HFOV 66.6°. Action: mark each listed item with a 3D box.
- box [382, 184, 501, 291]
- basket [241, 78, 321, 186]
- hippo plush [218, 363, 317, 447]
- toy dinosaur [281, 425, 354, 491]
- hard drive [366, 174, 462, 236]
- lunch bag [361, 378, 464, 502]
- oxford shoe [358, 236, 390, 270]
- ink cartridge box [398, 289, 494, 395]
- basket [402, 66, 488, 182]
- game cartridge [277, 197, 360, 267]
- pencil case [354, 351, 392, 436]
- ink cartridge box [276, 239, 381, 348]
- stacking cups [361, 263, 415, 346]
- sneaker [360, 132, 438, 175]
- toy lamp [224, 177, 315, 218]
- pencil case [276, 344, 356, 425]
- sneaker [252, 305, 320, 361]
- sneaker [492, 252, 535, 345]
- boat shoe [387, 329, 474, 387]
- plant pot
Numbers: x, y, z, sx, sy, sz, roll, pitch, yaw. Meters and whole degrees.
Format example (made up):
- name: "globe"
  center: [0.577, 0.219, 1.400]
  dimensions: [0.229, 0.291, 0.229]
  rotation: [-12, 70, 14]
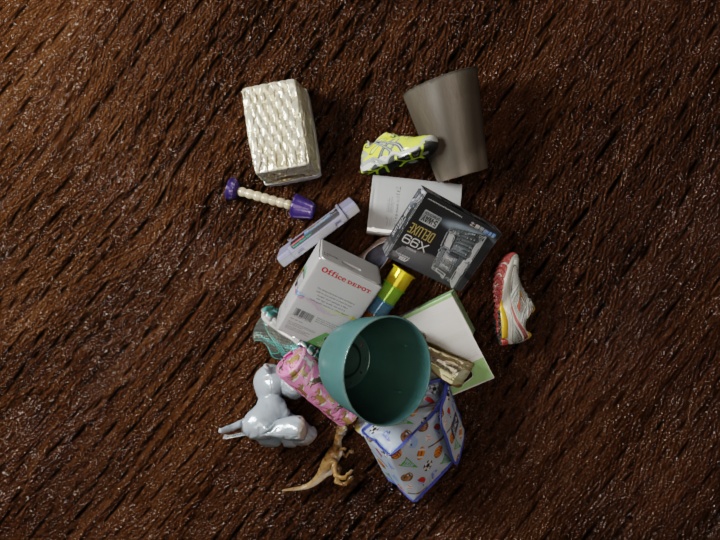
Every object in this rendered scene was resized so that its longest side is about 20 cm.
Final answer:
- name: "box"
  center: [0.169, -0.064, 1.147]
  dimensions: [0.199, 0.050, 0.158]
  rotation: [25, 111, -21]
- name: "basket"
  center: [-0.169, -0.296, 1.183]
  dimensions: [0.134, 0.123, 0.202]
  rotation: [-10, 91, 4]
- name: "hippo plush"
  center: [-0.189, 0.292, 1.198]
  dimensions: [0.198, 0.160, 0.162]
  rotation: [5, 64, -4]
- name: "toy dinosaur"
  center: [-0.071, 0.440, 1.224]
  dimensions: [0.106, 0.060, 0.201]
  rotation: [32, 86, 26]
- name: "hard drive"
  center: [0.119, -0.135, 1.209]
  dimensions: [0.198, 0.027, 0.133]
  rotation: [7, 81, 3]
- name: "lunch bag"
  center: [0.129, 0.343, 1.136]
  dimensions: [0.200, 0.124, 0.171]
  rotation: [-37, 125, -22]
- name: "oxford shoe"
  center: [0.000, 0.000, 1.201]
  dimensions: [0.071, 0.073, 0.200]
  rotation: [43, 92, 2]
- name: "ink cartridge box"
  center: [0.183, 0.162, 1.187]
  dimensions: [0.145, 0.048, 0.201]
  rotation: [-28, 90, 21]
- name: "basket"
  center: [0.192, -0.298, 1.158]
  dimensions: [0.136, 0.180, 0.201]
  rotation: [-22, 98, -39]
- name: "game cartridge"
  center: [-0.092, -0.087, 1.177]
  dimensions: [0.199, 0.130, 0.038]
  rotation: [-36, 98, 2]
- name: "pencil case"
  center: [0.049, 0.265, 1.192]
  dimensions: [0.083, 0.090, 0.201]
  rotation: [16, 89, 39]
- name: "ink cartridge box"
  center: [-0.067, 0.056, 1.144]
  dimensions: [0.144, 0.084, 0.201]
  rotation: [25, 117, -17]
- name: "stacking cups"
  center: [0.046, 0.086, 1.210]
  dimensions: [0.060, 0.061, 0.201]
  rotation: [30, 95, 2]
- name: "sneaker"
  center: [0.073, -0.259, 1.156]
  dimensions: [0.199, 0.075, 0.077]
  rotation: [-9, 85, 40]
- name: "toy lamp"
  center: [-0.198, -0.158, 1.219]
  dimensions: [0.199, 0.058, 0.059]
  rotation: [17, 91, 2]
- name: "pencil case"
  center: [-0.082, 0.243, 1.147]
  dimensions: [0.200, 0.083, 0.087]
  rotation: [45, 49, -21]
- name: "sneaker"
  center: [-0.156, 0.170, 1.219]
  dimensions: [0.200, 0.078, 0.091]
  rotation: [40, 108, 5]
- name: "sneaker"
  center: [0.333, 0.060, 1.191]
  dimensions: [0.081, 0.078, 0.202]
  rotation: [-3, 99, -1]
- name: "boat shoe"
  center: [0.141, 0.162, 1.144]
  dimensions: [0.199, 0.073, 0.063]
  rotation: [35, 100, 7]
- name: "plant pot"
  center: [0.010, 0.182, 1.065]
  dimensions: [0.199, 0.161, 0.202]
  rotation: [0, 91, -33]
